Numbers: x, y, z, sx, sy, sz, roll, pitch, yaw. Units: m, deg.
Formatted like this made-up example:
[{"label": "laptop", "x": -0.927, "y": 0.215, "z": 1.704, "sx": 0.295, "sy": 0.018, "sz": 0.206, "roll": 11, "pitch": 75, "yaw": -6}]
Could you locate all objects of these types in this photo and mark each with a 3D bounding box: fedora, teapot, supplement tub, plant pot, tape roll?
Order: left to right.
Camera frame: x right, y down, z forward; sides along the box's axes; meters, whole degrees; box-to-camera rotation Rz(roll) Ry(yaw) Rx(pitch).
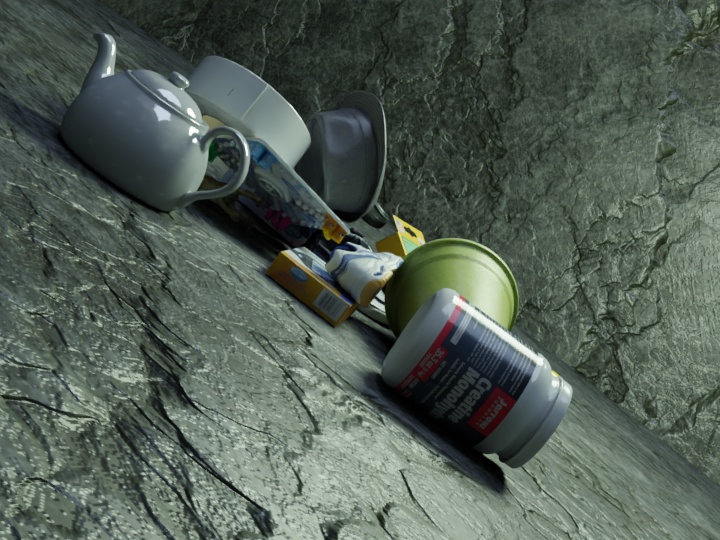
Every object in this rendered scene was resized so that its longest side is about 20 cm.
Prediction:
[{"label": "teapot", "x": -0.256, "y": -0.176, "z": 1.301, "sx": 0.200, "sy": 0.146, "sz": 0.197, "roll": 34, "pitch": 8, "yaw": -33}, {"label": "tape roll", "x": -0.171, "y": -0.216, "z": 1.528, "sx": 0.202, "sy": 0.071, "sz": 0.203, "roll": 34, "pitch": -16, "yaw": 11}, {"label": "fedora", "x": -0.040, "y": -0.172, "z": 1.591, "sx": 0.090, "sy": 0.201, "sz": 0.177, "roll": -4, "pitch": 21, "yaw": -33}, {"label": "plant pot", "x": 0.130, "y": 0.079, "z": 1.485, "sx": 0.200, "sy": 0.201, "sz": 0.184, "roll": 36, "pitch": 18, "yaw": -10}, {"label": "supplement tub", "x": 0.138, "y": 0.130, "z": 1.270, "sx": 0.200, "sy": 0.141, "sz": 0.140, "roll": 36, "pitch": 7, "yaw": -2}]

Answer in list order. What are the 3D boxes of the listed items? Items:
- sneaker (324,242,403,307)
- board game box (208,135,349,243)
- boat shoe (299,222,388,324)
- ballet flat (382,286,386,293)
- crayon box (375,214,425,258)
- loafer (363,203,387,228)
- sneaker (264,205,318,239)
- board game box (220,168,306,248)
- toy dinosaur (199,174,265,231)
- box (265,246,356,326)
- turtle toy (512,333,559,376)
[{"label": "sneaker", "x": 0.003, "y": -0.009, "z": 1.475, "sx": 0.088, "sy": 0.075, "sz": 0.200, "roll": 38, "pitch": 6, "yaw": 3}, {"label": "board game box", "x": -0.133, "y": -0.120, "z": 1.541, "sx": 0.200, "sy": 0.026, "sz": 0.200, "roll": 46, "pitch": -17, "yaw": -30}, {"label": "boat shoe", "x": 0.000, "y": 0.000, "z": 1.633, "sx": 0.200, "sy": 0.093, "sz": 0.075, "roll": 34, "pitch": 10, "yaw": -20}, {"label": "ballet flat", "x": 0.044, "y": 0.018, "z": 1.710, "sx": 0.199, "sy": 0.068, "sz": 0.062, "roll": 24, "pitch": 48, "yaw": 3}, {"label": "crayon box", "x": 0.091, "y": 0.017, "z": 1.808, "sx": 0.126, "sy": 0.051, "sz": 0.201, "roll": 26, "pitch": 43, "yaw": -60}, {"label": "loafer", "x": -0.005, "y": -0.150, "z": 1.757, "sx": 0.201, "sy": 0.070, "sz": 0.068, "roll": 51, "pitch": 5, "yaw": -35}, {"label": "sneaker", "x": -0.116, "y": -0.110, "z": 1.703, "sx": 0.082, "sy": 0.074, "sz": 0.200, "roll": -8, "pitch": 39, "yaw": -27}, {"label": "board game box", "x": -0.125, "y": -0.092, "z": 1.847, "sx": 0.199, "sy": 0.041, "sz": 0.200, "roll": 40, "pitch": 7, "yaw": 22}, {"label": "toy dinosaur", "x": -0.192, "y": -0.111, "z": 1.567, "sx": 0.101, "sy": 0.058, "sz": 0.200, "roll": 37, "pitch": 7, "yaw": 14}, {"label": "box", "x": -0.056, "y": 0.018, "z": 1.467, "sx": 0.119, "sy": 0.042, "sz": 0.200, "roll": 37, "pitch": 9, "yaw": 3}, {"label": "turtle toy", "x": 0.245, "y": 0.172, "z": 1.699, "sx": 0.200, "sy": 0.101, "sz": 0.146, "roll": 30, "pitch": 11, "yaw": -50}]
